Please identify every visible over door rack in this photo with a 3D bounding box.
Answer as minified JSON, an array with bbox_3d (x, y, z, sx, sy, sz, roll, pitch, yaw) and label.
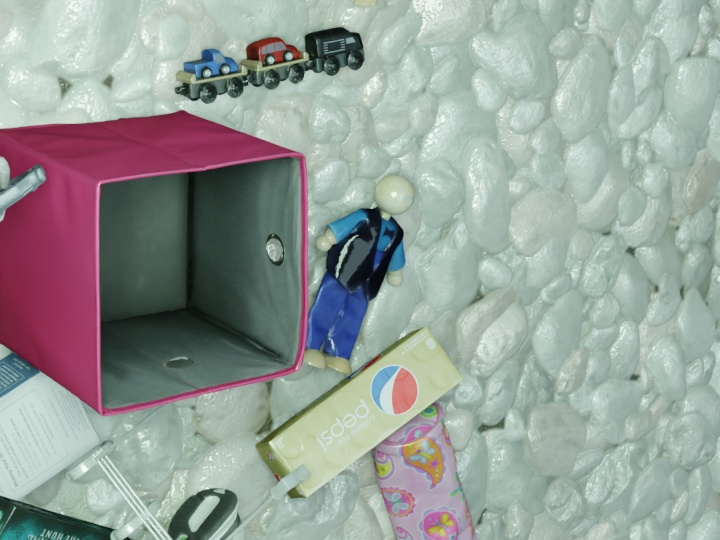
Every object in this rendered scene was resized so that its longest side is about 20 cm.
[{"bbox_3d":[-0.159,0.191,1.618,0.148,0.067,0.200,53,47,-1],"label":"over door rack"}]

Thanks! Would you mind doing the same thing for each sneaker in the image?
[{"bbox_3d":[-0.167,0.309,1.675,0.201,0.076,0.115,-45,131,-39],"label":"sneaker"}]

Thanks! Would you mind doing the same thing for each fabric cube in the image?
[{"bbox_3d":[-0.180,-0.015,1.497,0.200,0.199,0.196,-10,110,-34],"label":"fabric cube"}]

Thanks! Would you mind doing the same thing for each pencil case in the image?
[{"bbox_3d":[0.067,0.230,1.843,0.087,0.087,0.200,-32,123,-25],"label":"pencil case"}]

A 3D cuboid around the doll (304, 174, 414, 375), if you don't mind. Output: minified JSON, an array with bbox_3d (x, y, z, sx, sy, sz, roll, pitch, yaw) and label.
[{"bbox_3d":[0.000,0.000,1.734,0.136,0.048,0.200,18,96,-50],"label":"doll"}]

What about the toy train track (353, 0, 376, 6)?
[{"bbox_3d":[-0.017,-0.298,1.631,0.200,0.033,0.115,-5,108,-35],"label":"toy train track"}]

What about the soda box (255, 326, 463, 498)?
[{"bbox_3d":[-0.002,0.139,1.746,0.200,0.064,0.068,-35,93,-18],"label":"soda box"}]

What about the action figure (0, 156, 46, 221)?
[{"bbox_3d":[-0.355,-0.057,1.354,0.200,0.193,0.105,-39,124,-20],"label":"action figure"}]

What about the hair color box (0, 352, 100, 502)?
[{"bbox_3d":[-0.333,0.158,1.529,0.200,0.061,0.100,-35,123,-23],"label":"hair color box"}]

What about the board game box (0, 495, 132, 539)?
[{"bbox_3d":[-0.291,0.279,1.577,0.135,0.028,0.200,-62,151,-3],"label":"board game box"}]

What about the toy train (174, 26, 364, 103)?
[{"bbox_3d":[-0.081,-0.190,1.619,0.200,0.034,0.046,-17,111,-32],"label":"toy train"}]
